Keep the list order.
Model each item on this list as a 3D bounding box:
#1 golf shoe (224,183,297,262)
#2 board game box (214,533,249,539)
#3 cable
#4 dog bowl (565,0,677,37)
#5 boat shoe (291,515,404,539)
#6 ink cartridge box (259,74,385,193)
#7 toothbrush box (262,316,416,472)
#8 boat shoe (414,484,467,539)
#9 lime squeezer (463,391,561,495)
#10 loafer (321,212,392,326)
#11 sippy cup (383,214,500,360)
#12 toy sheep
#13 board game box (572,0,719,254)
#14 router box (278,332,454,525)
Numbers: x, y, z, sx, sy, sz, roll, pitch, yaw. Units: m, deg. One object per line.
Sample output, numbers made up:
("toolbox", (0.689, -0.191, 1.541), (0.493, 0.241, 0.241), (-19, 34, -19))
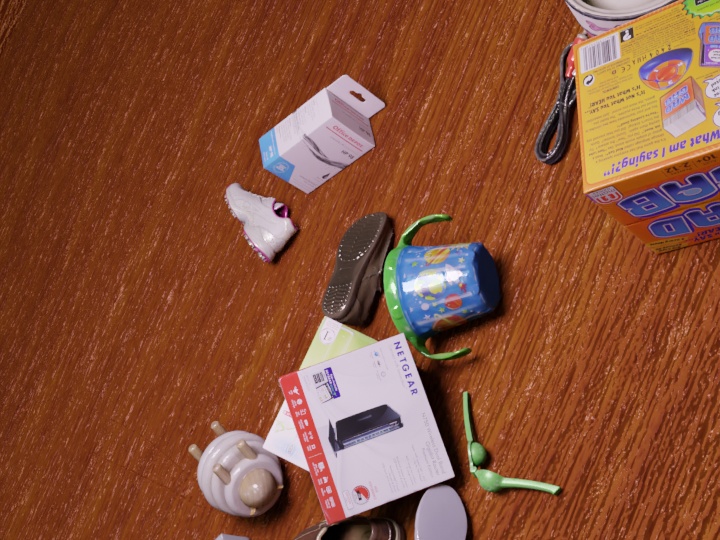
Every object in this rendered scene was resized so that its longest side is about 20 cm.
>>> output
("golf shoe", (-0.174, -0.099, 1.712), (0.091, 0.075, 0.201), (-38, 49, 3))
("board game box", (-0.234, 0.520, 1.467), (0.200, 0.064, 0.148), (-44, 48, 21))
("cable", (0.286, -0.252, 1.355), (0.097, 0.050, 0.201), (38, 96, 44))
("dog bowl", (0.369, -0.384, 1.293), (0.198, 0.074, 0.202), (-13, 52, 17))
("boat shoe", (-0.037, 0.373, 1.343), (0.201, 0.075, 0.075), (-25, 55, 33))
("ink cartridge box", (-0.059, -0.225, 1.619), (0.199, 0.115, 0.067), (-33, 51, 28))
("toothbrush box", (-0.027, 0.188, 1.354), (0.144, 0.086, 0.202), (26, 83, 5))
("boat shoe", (0.097, 0.375, 1.227), (0.057, 0.068, 0.202), (113, 162, -57))
("lime squeezer", (0.166, 0.237, 1.245), (0.071, 0.038, 0.200), (-54, 44, 9))
("loafer", (0.000, 0.000, 1.497), (0.075, 0.068, 0.201), (2, 57, 40))
("sippy cup", (0.118, 0.021, 1.336), (0.129, 0.179, 0.140), (-14, 20, 26))
("toy sheep", (-0.189, 0.305, 1.479), (0.199, 0.137, 0.139), (25, 88, 57))
("board game box", (0.384, -0.166, 1.117), (0.199, 0.199, 0.202), (-17, 59, 36))
("router box", (0.007, 0.207, 1.282), (0.178, 0.049, 0.202), (-20, 82, -4))
